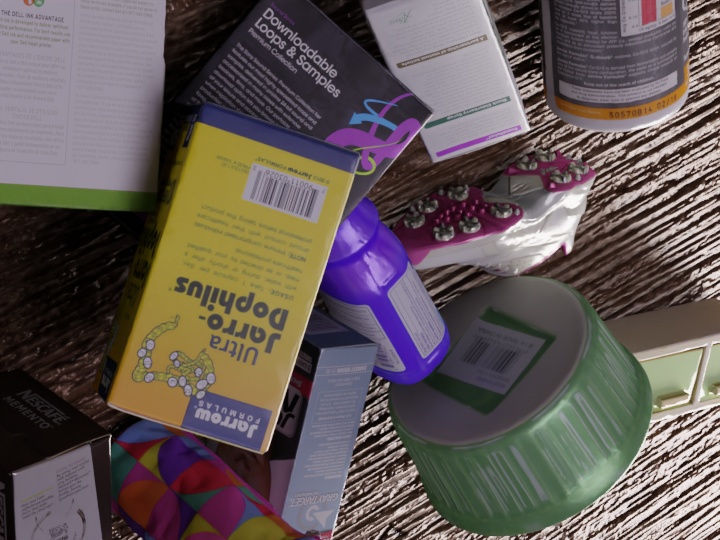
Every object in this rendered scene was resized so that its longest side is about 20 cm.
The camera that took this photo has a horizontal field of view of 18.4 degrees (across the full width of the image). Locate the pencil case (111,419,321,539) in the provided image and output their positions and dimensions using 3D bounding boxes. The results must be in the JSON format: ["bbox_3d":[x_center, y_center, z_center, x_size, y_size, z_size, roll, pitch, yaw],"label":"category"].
[{"bbox_3d":[-0.099,0.180,1.563,0.088,0.200,0.089,-30,137,-33],"label":"pencil case"}]

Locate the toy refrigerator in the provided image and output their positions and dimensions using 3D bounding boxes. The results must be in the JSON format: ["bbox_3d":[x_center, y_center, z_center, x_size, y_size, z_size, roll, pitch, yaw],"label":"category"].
[{"bbox_3d":[0.265,0.084,1.957,0.200,0.070,0.076,-10,118,-41],"label":"toy refrigerator"}]

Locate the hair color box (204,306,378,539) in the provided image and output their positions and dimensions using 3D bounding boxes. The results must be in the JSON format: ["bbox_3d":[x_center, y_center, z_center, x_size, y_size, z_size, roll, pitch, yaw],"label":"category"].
[{"bbox_3d":[-0.060,0.129,1.646,0.060,0.099,0.201,-4,114,-43],"label":"hair color box"}]

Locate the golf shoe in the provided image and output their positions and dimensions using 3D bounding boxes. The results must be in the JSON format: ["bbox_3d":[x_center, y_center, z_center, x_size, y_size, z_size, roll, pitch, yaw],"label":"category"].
[{"bbox_3d":[0.106,-0.026,1.744,0.200,0.075,0.092,-21,128,-34],"label":"golf shoe"}]

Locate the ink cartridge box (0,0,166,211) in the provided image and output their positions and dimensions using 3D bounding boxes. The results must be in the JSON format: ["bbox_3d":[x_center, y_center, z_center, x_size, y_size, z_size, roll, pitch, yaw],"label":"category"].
[{"bbox_3d":[-0.198,-0.140,1.390,0.147,0.076,0.201,2,92,-44],"label":"ink cartridge box"}]

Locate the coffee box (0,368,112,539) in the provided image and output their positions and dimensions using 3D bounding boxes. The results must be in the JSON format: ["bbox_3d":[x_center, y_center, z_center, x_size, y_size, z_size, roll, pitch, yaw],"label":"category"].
[{"bbox_3d":[-0.228,0.184,1.505,0.080,0.113,0.201,-20,125,-36],"label":"coffee box"}]

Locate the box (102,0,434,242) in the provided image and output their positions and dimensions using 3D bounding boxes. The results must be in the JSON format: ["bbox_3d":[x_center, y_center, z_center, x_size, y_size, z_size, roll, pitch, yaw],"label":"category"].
[{"bbox_3d":[-0.066,-0.078,1.507,0.143,0.036,0.200,41,84,-11],"label":"box"}]

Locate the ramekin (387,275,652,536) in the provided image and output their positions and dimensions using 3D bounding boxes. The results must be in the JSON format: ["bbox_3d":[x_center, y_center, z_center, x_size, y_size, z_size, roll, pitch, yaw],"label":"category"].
[{"bbox_3d":[0.118,0.099,1.736,0.200,0.200,0.098,-46,128,-15],"label":"ramekin"}]

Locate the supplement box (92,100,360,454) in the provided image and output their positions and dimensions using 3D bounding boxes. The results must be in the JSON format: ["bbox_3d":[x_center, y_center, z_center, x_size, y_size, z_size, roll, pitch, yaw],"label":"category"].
[{"bbox_3d":[-0.088,0.002,1.432,0.109,0.109,0.201,18,89,-12],"label":"supplement box"}]

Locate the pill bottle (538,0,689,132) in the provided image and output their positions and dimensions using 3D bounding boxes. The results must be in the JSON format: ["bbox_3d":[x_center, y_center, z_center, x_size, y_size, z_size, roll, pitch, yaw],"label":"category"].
[{"bbox_3d":[0.191,-0.216,1.689,0.116,0.116,0.201,-29,130,-30],"label":"pill bottle"}]

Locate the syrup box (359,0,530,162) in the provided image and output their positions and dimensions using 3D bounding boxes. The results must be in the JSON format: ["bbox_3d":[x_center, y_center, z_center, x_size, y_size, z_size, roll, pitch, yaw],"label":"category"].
[{"bbox_3d":[0.055,-0.166,1.560,0.081,0.079,0.200,-18,149,6],"label":"syrup box"}]

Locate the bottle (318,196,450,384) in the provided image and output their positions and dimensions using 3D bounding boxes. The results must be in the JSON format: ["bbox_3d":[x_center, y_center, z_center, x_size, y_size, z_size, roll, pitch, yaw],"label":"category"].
[{"bbox_3d":[0.000,0.000,1.647,0.065,0.083,0.200,-46,135,-17],"label":"bottle"}]
